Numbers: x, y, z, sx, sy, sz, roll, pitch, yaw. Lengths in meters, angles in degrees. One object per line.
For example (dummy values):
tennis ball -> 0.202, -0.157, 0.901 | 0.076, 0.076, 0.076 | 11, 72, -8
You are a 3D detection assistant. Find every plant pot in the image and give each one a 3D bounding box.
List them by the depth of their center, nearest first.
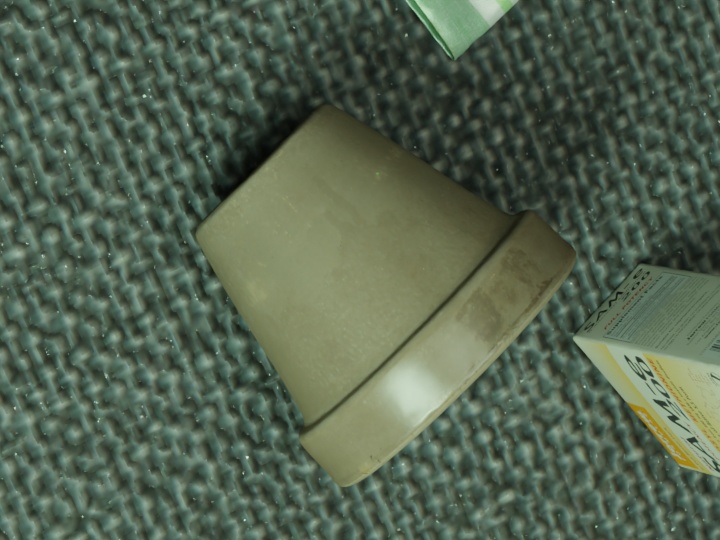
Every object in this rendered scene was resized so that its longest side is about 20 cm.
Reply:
plant pot -> 0.000, 0.000, 1.707 | 0.175, 0.200, 0.200 | 46, 80, -4

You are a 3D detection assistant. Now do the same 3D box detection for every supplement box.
supplement box -> 0.235, 0.070, 1.792 | 0.074, 0.200, 0.126 | -46, 110, -14

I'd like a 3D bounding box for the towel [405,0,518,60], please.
towel -> 0.086, -0.253, 1.783 | 0.200, 0.023, 0.153 | -44, 111, -11
